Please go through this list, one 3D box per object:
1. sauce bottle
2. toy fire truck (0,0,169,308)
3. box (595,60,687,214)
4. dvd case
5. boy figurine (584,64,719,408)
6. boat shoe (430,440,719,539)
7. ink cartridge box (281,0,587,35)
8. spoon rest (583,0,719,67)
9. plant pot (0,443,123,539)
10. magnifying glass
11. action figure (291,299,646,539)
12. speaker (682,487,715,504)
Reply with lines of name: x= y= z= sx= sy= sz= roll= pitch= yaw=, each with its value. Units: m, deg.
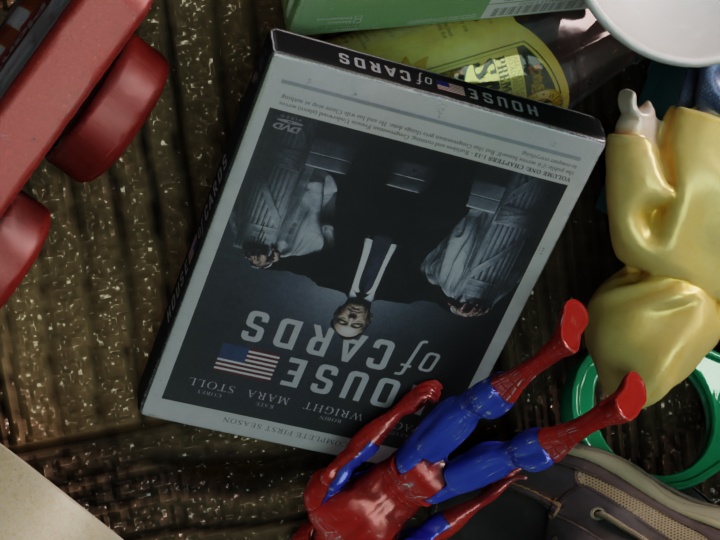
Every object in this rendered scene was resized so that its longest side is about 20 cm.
sauce bottle: x=0.062 y=-0.093 z=0.857 sx=0.199 sy=0.066 sz=0.066 roll=-19 pitch=107 yaw=-6
toy fire truck: x=-0.158 y=-0.047 z=0.765 sx=0.112 sy=0.168 sz=0.200 roll=37 pitch=93 yaw=-18
box: x=0.219 y=-0.031 z=0.916 sx=0.199 sy=0.049 sz=0.083 roll=18 pitch=99 yaw=-16
dvd case: x=0.000 y=0.000 z=0.846 sx=0.149 sy=0.025 sz=0.201 roll=13 pitch=124 yaw=-15
boy figurine: x=0.158 y=-0.032 z=0.842 sx=0.124 sy=0.064 sz=0.201 roll=16 pitch=101 yaw=-19
boat shoe: x=0.112 y=0.132 z=0.866 sx=0.073 sy=0.199 sz=0.075 roll=-39 pitch=131 yaw=-46
ink cartridge box: x=0.026 y=-0.207 z=0.825 sx=0.144 sy=0.048 sz=0.201 roll=-7 pitch=77 yaw=-11
spoon rest: x=0.104 y=-0.174 z=0.776 sx=0.099 sy=0.061 sz=0.201 roll=-30 pitch=83 yaw=-12
plant pot: x=-0.191 y=0.173 z=0.819 sx=0.187 sy=0.187 sz=0.200 roll=41 pitch=79 yaw=-18
magnifying glass: x=0.190 y=0.067 z=0.937 sx=0.199 sy=0.022 sz=0.080 roll=-2 pitch=70 yaw=-18
action figure: x=0.037 y=0.085 z=0.863 sx=0.200 sy=0.052 sz=0.065 roll=-36 pitch=102 yaw=32
speaker: x=0.129 y=0.203 z=0.937 sx=0.081 sy=0.081 sz=0.200 roll=36 pitch=93 yaw=-18
